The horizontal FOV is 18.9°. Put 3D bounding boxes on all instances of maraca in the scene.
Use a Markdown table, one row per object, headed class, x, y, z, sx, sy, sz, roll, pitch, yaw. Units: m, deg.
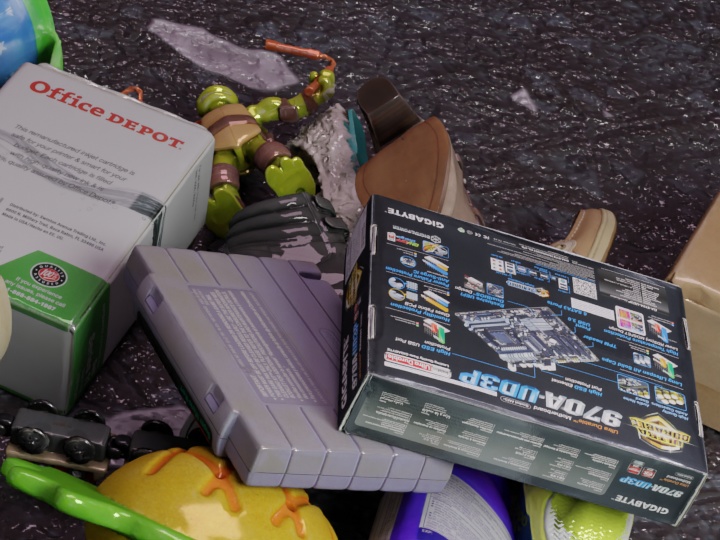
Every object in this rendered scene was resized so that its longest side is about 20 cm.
| class | x | y | z | sx | sy | sz | roll | pitch | yaw |
| --- | --- | --- | --- | --- | --- | --- | --- | --- | --- |
| maraca | -0.096 | 0.142 | 1.145 | 0.199 | 0.108 | 0.137 | 23 | -8 | -13 |

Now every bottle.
| class | x | y | z | sx | sy | sz | roll | pitch | yaw |
| --- | --- | --- | --- | --- | --- | --- | --- | --- | --- |
| bottle | 0.048 | 0.151 | 1.231 | 0.084 | 0.065 | 0.200 | 47 | 22 | -12 |

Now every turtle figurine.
| class | x | y | z | sx | sy | sz | roll | pitch | yaw |
| --- | --- | --- | --- | --- | --- | --- | --- | --- | --- |
| turtle figurine | -0.098 | -0.086 | 1.540 | 0.198 | 0.065 | 0.162 | -14 | 37 | -8 |

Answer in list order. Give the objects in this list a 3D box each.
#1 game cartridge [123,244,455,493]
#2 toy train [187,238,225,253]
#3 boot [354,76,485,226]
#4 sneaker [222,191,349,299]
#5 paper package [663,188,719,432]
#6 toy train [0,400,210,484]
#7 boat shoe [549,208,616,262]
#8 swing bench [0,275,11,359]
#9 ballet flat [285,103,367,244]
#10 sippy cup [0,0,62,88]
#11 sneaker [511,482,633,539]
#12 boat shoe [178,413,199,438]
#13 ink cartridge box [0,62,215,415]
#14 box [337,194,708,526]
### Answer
| class | x | y | z | sx | sy | sz | roll | pitch | yaw |
| --- | --- | --- | --- | --- | --- | --- | --- | --- | --- |
| game cartridge | -0.046 | 0.054 | 1.202 | 0.129 | 0.039 | 0.200 | 2 | 31 | -29 |
| toy train | -0.142 | -0.027 | 1.461 | 0.199 | 0.034 | 0.046 | 25 | 31 | 14 |
| boot | 0.053 | -0.038 | 1.466 | 0.070 | 0.147 | 0.201 | -25 | 37 | 9 |
| sneaker | 0.000 | 0.000 | 1.391 | 0.198 | 0.071 | 0.100 | 3 | 64 | -5 |
| paper package | 0.304 | 0.036 | 1.488 | 0.189 | 0.104 | 0.200 | 24 | 33 | 11 |
| toy train | -0.166 | 0.102 | 1.229 | 0.198 | 0.046 | 0.034 | 10 | 39 | 1 |
| boat shoe | 0.127 | 0.011 | 1.481 | 0.064 | 0.072 | 0.200 | 21 | 35 | 7 |
| swing bench | -0.314 | 0.070 | 1.125 | 0.199 | 0.130 | 0.199 | 26 | 50 | 13 |
| ballet flat | -0.017 | -0.043 | 1.524 | 0.071 | 0.072 | 0.201 | 7 | 32 | -13 |
| sippy cup | -0.303 | -0.156 | 1.510 | 0.177 | 0.141 | 0.130 | -8 | 25 | 44 |
| sneaker | 0.122 | 0.108 | 1.286 | 0.075 | 0.105 | 0.201 | 22 | 50 | -4 |
| boat shoe | -0.009 | 0.086 | 1.268 | 0.198 | 0.072 | 0.070 | -12 | 6 | -13 |
| ink cartridge box | -0.197 | -0.026 | 1.359 | 0.145 | 0.084 | 0.200 | 22 | 45 | 11 |
| box | 0.089 | 0.046 | 1.198 | 0.198 | 0.046 | 0.160 | 16 | 37 | -12 |
